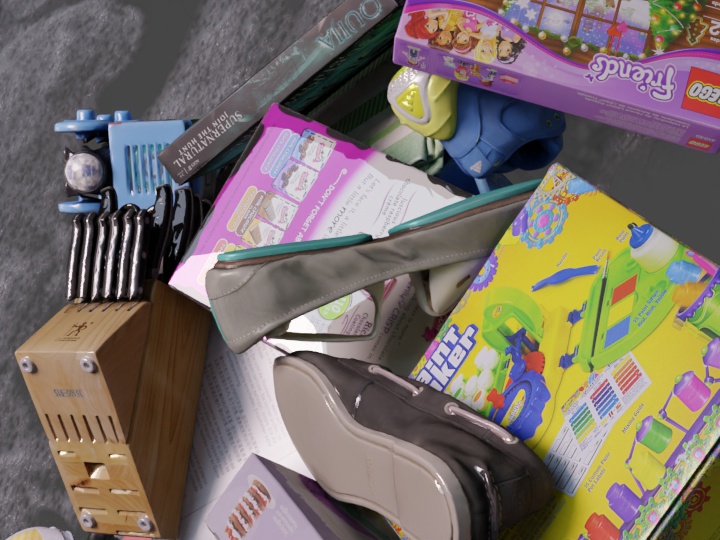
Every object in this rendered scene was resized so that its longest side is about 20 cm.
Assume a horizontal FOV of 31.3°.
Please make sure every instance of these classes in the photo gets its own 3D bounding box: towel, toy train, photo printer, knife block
[{"bbox_3d":[0.005,-0.114,0.919,0.152,0.023,0.200,-29,39,34],"label":"towel"},{"bbox_3d":[-0.162,-0.081,0.993,0.200,0.114,0.087,-54,-37,-82],"label":"toy train"},{"bbox_3d":[-0.062,0.094,0.855,0.200,0.069,0.167,-33,61,13],"label":"photo printer"},{"bbox_3d":[-0.137,0.050,0.842,0.064,0.201,0.176,-1,27,27],"label":"knife block"}]

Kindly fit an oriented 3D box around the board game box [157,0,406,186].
[{"bbox_3d":[-0.033,-0.134,0.872,0.200,0.028,0.135,-35,1,27],"label":"board game box"}]

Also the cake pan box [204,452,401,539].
[{"bbox_3d":[0.037,0.184,0.628,0.052,0.184,0.200,-57,35,5],"label":"cake pan box"}]

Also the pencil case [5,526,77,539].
[{"bbox_3d":[-0.227,0.278,0.970,0.091,0.083,0.200,-62,35,9],"label":"pencil case"}]

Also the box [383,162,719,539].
[{"bbox_3d":[0.127,0.086,0.638,0.200,0.122,0.193,-56,36,8],"label":"box"}]

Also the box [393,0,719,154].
[{"bbox_3d":[0.133,-0.162,0.754,0.039,0.199,0.137,93,-167,-75],"label":"box"}]

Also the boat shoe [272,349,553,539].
[{"bbox_3d":[0.019,0.084,0.635,0.200,0.057,0.067,26,124,59],"label":"boat shoe"}]

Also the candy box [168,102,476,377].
[{"bbox_3d":[0.000,0.000,0.784,0.200,0.061,0.137,28,85,27],"label":"candy box"}]

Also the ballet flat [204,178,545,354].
[{"bbox_3d":[0.017,0.001,0.697,0.067,0.199,0.064,-175,71,-82],"label":"ballet flat"}]

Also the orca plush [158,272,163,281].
[{"bbox_3d":[-0.108,-0.030,0.973,0.105,0.200,0.071,39,114,17],"label":"orca plush"}]

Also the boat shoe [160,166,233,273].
[{"bbox_3d":[-0.160,-0.053,1.119,0.200,0.057,0.067,-55,36,9],"label":"boat shoe"}]

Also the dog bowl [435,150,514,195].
[{"bbox_3d":[0.057,-0.046,0.873,0.111,0.050,0.200,-41,40,26],"label":"dog bowl"}]

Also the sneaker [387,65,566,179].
[{"bbox_3d":[0.099,-0.121,0.843,0.200,0.105,0.076,-41,6,-40],"label":"sneaker"}]

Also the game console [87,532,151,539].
[{"bbox_3d":[-0.104,0.143,0.969,0.200,0.118,0.172,-58,5,3],"label":"game console"}]
